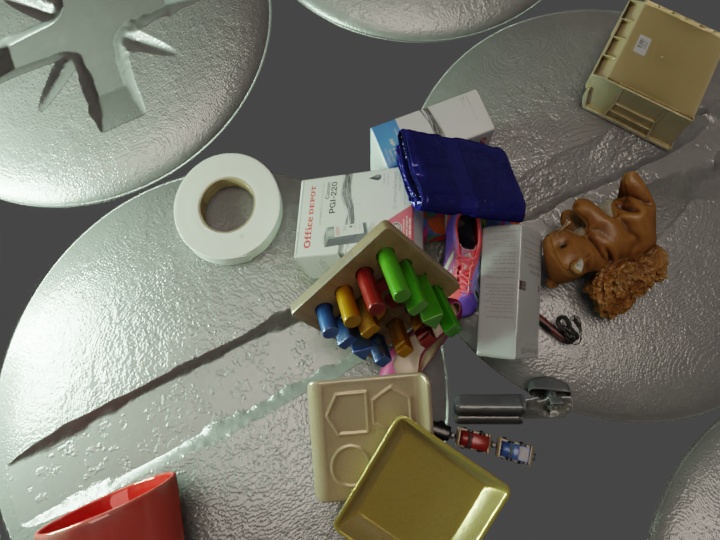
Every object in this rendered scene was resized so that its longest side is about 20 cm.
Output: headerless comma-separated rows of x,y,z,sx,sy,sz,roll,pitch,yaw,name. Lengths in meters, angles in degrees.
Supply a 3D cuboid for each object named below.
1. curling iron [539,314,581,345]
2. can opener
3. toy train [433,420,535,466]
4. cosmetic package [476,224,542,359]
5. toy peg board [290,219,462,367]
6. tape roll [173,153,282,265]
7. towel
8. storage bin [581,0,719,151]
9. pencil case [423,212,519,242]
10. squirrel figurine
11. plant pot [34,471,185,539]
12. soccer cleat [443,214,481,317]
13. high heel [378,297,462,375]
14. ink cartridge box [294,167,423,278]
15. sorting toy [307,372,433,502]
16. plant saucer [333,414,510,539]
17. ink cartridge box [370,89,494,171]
0.290,0.057,0.922,0.198,0.025,0.050,35,108,21,curling iron
0.245,0.211,0.878,0.193,0.054,0.068,0,41,2,can opener
0.183,0.269,0.855,0.194,0.046,0.035,14,73,5,toy train
0.241,0.037,0.867,0.072,0.100,0.207,-2,83,38,cosmetic package
0.036,0.067,0.794,0.198,0.198,0.099,-40,43,18,toy peg board
-0.238,-0.112,0.982,0.196,0.037,0.210,0,74,1,tape roll
0.152,-0.139,0.830,0.194,0.050,0.151,4,57,-23,towel
0.544,-0.371,1.013,0.195,0.094,0.203,29,76,10,storage bin
0.181,-0.103,0.947,0.193,0.089,0.091,-4,73,-2,pencil case
0.393,-0.021,0.879,0.184,0.141,0.203,-31,86,-22,squirrel figurine
-0.331,0.412,0.758,0.195,0.201,0.182,-19,84,-4,plant pot
0.170,-0.015,0.889,0.066,0.073,0.207,-3,104,-1,soccer cleat
0.095,0.130,0.870,0.067,0.096,0.200,43,77,4,high heel
-0.001,-0.076,0.871,0.194,0.085,0.150,-6,64,17,ink cartridge box
0.018,0.260,0.848,0.193,0.036,0.192,-4,92,4,sorting toy
0.089,0.344,0.805,0.197,0.048,0.203,32,95,2,plant saucer
0.119,-0.210,0.945,0.195,0.147,0.088,-20,72,-5,ink cartridge box
